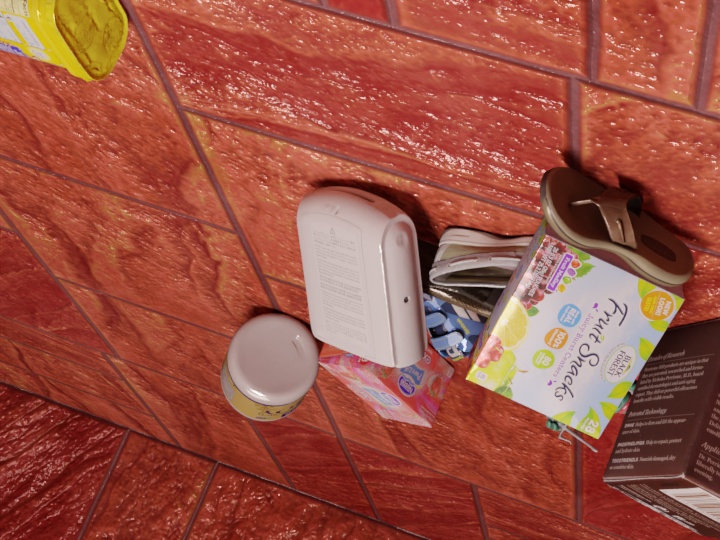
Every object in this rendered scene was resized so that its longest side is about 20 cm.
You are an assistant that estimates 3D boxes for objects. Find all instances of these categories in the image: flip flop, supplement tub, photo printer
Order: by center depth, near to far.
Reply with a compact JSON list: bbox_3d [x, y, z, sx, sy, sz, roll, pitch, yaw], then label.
[{"bbox_3d":[0.261,-0.048,1.515,0.199,0.081,0.058,29,143,-20],"label":"flip flop"},{"bbox_3d":[0.000,0.000,1.807,0.166,0.069,0.201,18,123,46],"label":"photo printer"},{"bbox_3d":[-0.147,0.159,2.428,0.145,0.146,0.200,24,161,-2],"label":"supplement tub"}]

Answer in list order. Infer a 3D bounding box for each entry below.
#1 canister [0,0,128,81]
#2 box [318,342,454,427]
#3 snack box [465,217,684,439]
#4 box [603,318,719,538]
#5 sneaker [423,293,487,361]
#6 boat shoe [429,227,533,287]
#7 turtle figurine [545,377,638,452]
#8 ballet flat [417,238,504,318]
[{"bbox_3d":[-0.359,-0.281,1.582,0.199,0.087,0.149,17,160,21],"label":"canister"},{"bbox_3d":[0.039,0.139,2.225,0.094,0.103,0.200,8,155,38],"label":"box"},{"bbox_3d":[0.233,0.062,1.671,0.168,0.068,0.201,25,118,-4],"label":"snack box"},{"bbox_3d":[0.414,0.185,1.761,0.165,0.201,0.164,29,161,-17],"label":"box"},{"bbox_3d":[0.118,0.066,1.968,0.199,0.083,0.074,31,162,-19],"label":"sneaker"},{"bbox_3d":[0.173,0.000,1.750,0.201,0.065,0.074,12,158,31],"label":"boat shoe"},{"bbox_3d":[0.284,0.141,1.943,0.200,0.101,0.150,38,125,-3],"label":"turtle figurine"},{"bbox_3d":[0.110,0.017,1.828,0.199,0.067,0.046,22,146,19],"label":"ballet flat"}]
